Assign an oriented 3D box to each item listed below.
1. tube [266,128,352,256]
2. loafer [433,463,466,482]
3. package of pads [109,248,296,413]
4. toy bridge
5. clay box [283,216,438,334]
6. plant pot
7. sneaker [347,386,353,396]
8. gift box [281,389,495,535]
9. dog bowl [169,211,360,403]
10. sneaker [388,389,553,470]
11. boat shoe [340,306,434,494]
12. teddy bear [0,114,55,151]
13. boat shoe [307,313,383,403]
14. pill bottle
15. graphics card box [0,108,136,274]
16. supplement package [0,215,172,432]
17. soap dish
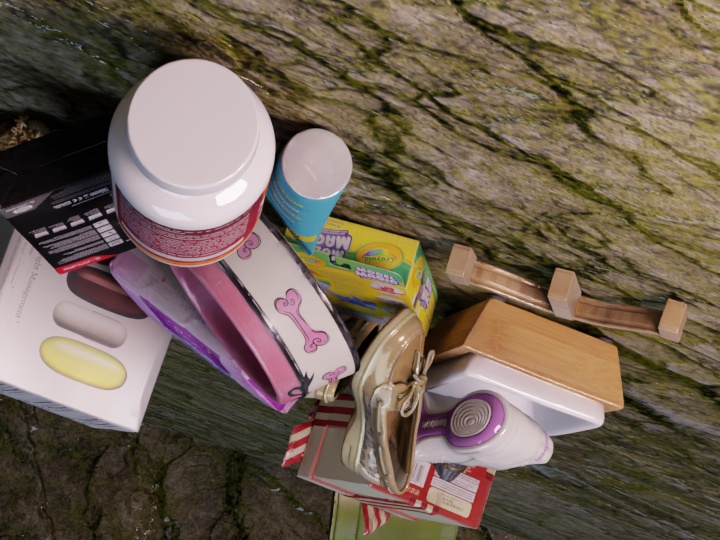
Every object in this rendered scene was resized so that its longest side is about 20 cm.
[{"bbox_3d":[-0.046,-0.060,1.289,0.078,0.050,0.200,59,168,3],"label":"tube"},{"bbox_3d":[0.076,0.137,1.744,0.072,0.073,0.200,19,-160,-15],"label":"loafer"},{"bbox_3d":[-0.137,0.042,1.620,0.200,0.076,0.121,34,171,30],"label":"package of pads"},{"bbox_3d":[0.163,0.020,1.378,0.199,0.027,0.067,15,168,17],"label":"toy bridge"},{"bbox_3d":[0.000,0.000,1.479,0.114,0.048,0.200,15,166,11],"label":"clay box"},{"bbox_3d":[0.054,0.340,2.595,0.191,0.202,0.200,6,168,-2],"label":"plant pot"},{"bbox_3d":[-0.011,0.069,1.740,0.090,0.067,0.201,55,172,42],"label":"sneaker"},{"bbox_3d":[0.036,0.199,1.955,0.184,0.201,0.186,30,165,-27],"label":"gift box"},{"bbox_3d":[-0.088,0.024,1.426,0.200,0.074,0.200,51,169,13],"label":"dog bowl"},{"bbox_3d":[0.091,0.155,1.569,0.099,0.075,0.199,28,164,-32],"label":"sneaker"},{"bbox_3d":[0.033,0.114,1.493,0.063,0.073,0.201,35,142,23],"label":"boat shoe"},{"bbox_3d":[-0.313,-0.093,1.489,0.199,0.067,0.145,12,164,23],"label":"teddy bear"},{"bbox_3d":[-0.004,0.075,1.586,0.063,0.074,0.200,26,-159,22],"label":"boat shoe"},{"bbox_3d":[-0.116,-0.074,1.176,0.112,0.114,0.200,19,168,-3],"label":"pill bottle"},{"bbox_3d":[-0.216,-0.061,1.384,0.125,0.051,0.200,-20,166,0],"label":"graphics card box"},{"bbox_3d":[-0.312,0.047,1.796,0.199,0.192,0.147,24,167,-25],"label":"supplement package"},{"bbox_3d":[0.142,0.091,1.587,0.156,0.082,0.200,21,168,-10],"label":"soap dish"}]
